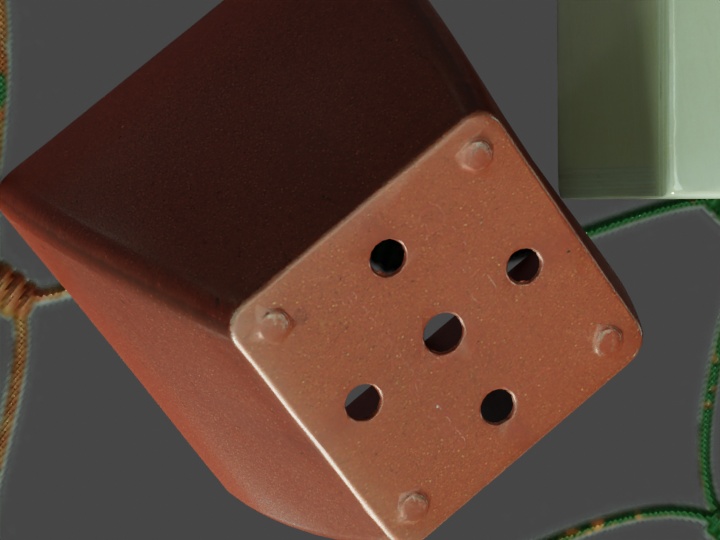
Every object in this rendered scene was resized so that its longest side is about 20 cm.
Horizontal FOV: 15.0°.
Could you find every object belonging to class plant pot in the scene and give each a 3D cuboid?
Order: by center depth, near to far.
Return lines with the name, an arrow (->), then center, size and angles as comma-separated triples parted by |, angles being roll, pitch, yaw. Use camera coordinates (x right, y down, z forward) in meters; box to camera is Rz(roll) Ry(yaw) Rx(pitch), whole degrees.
plant pot -> 0.000, 0.000, 1.143 | 0.200, 0.176, 0.200 | -40, 117, -6

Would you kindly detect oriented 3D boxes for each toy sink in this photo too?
toy sink -> 0.163, -0.130, 1.193 | 0.130, 0.112, 0.200 | -2, 92, -23
